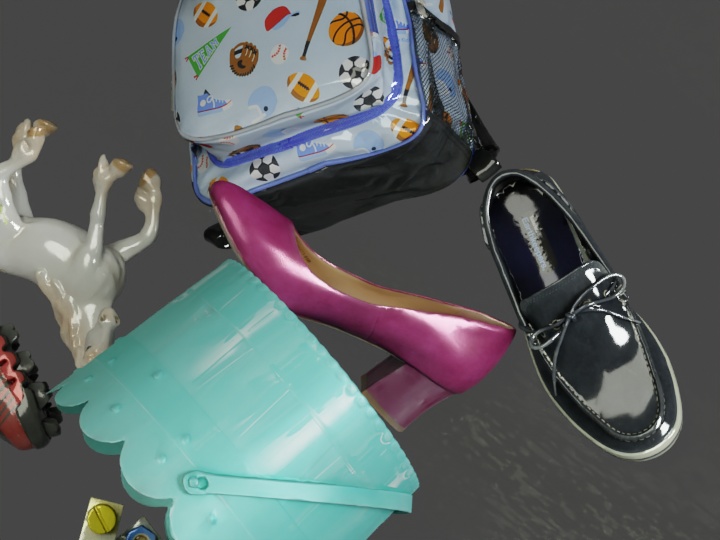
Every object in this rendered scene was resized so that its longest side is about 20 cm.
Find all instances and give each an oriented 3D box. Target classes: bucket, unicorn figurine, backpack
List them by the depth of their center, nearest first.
[{"bbox_3d":[-0.070,0.103,1.485,0.135,0.207,0.207,-39,69,-8],"label":"bucket"},{"bbox_3d":[-0.030,-0.133,1.560,0.199,0.154,0.191,-15,58,17],"label":"backpack"},{"bbox_3d":[-0.188,-0.013,1.623,0.199,0.074,0.138,26,95,35],"label":"unicorn figurine"}]

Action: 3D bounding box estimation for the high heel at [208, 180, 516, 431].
[{"bbox_3d":[0.000,0.000,1.520,0.096,0.068,0.200,-39,113,11],"label":"high heel"}]

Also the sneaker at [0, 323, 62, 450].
[{"bbox_3d":[-0.270,0.051,1.617,0.098,0.071,0.201,-37,67,-13],"label":"sneaker"}]

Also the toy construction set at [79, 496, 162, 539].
[{"bbox_3d":[-0.170,0.247,1.537,0.131,0.092,0.200,40,99,-3],"label":"toy construction set"}]

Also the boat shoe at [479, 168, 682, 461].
[{"bbox_3d":[0.126,0.024,1.518,0.074,0.062,0.201,-28,72,7],"label":"boat shoe"}]
